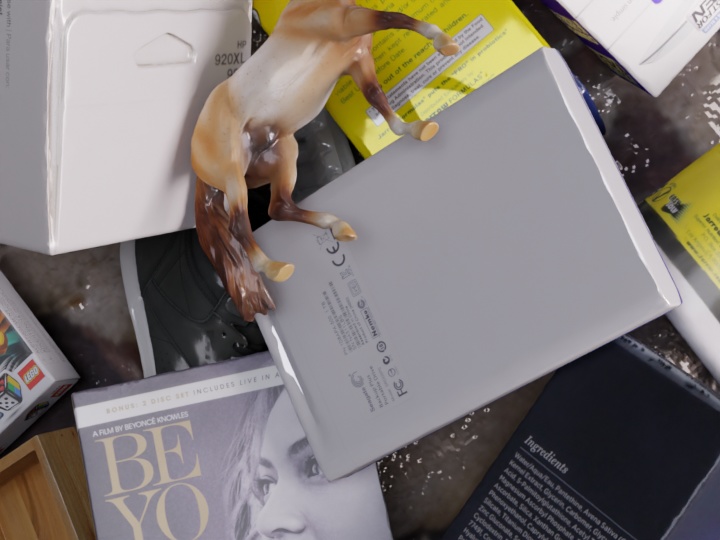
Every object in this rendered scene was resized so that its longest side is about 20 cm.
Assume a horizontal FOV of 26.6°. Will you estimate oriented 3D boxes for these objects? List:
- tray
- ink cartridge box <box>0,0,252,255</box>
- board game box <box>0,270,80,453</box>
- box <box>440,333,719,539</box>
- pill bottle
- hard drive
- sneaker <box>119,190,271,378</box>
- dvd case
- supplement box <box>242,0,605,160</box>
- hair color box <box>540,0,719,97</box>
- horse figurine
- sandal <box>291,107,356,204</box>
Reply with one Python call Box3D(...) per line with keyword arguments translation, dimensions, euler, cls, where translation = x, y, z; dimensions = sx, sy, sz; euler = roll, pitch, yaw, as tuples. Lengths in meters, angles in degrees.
Box3D(translation=(-0.160, 0.199, 0.854), dimensions=(0.099, 0.037, 0.200), euler=(-33, 77, 35), cls="tray")
Box3D(translation=(-0.177, -0.102, 0.786), dimensions=(0.200, 0.147, 0.145), euler=(12, 106, 33), cls="ink cartridge box")
Box3D(translation=(-0.277, 0.080, 0.905), dimensions=(0.200, 0.035, 0.126), euler=(-43, 77, 12), cls="board game box")
Box3D(translation=(0.126, 0.148, 0.729), dimensions=(0.200, 0.148, 0.104), euler=(-57, 43, 4), cls="box")
Box3D(translation=(0.234, -0.036, 0.753), dimensions=(0.200, 0.112, 0.113), euler=(-37, 76, 7), cls="pill bottle")
Box3D(translation=(0.038, 0.001, 0.731), dimensions=(0.200, 0.025, 0.132), euler=(-31, 77, 28), cls="hard drive")
Box3D(translation=(-0.064, 0.047, 0.830), dimensions=(0.099, 0.071, 0.200), euler=(-29, 73, 35), cls="sneaker")
Box3D(translation=(-0.057, 0.144, 0.773), dimensions=(0.148, 0.016, 0.200), euler=(-12, 76, -2), cls="dvd case")
Box3D(translation=(0.024, -0.124, 0.819), dimensions=(0.109, 0.109, 0.200), euler=(-39, 76, 8), cls="supplement box")
Box3D(translation=(0.113, -0.196, 0.775), dimensions=(0.200, 0.065, 0.109), euler=(41, 96, -20), cls="hair color box")
Box3D(translation=(-0.028, -0.076, 0.735), dimensions=(0.200, 0.050, 0.133), euler=(-54, 50, 13), cls="horse figurine")
Box3D(translation=(0.003, -0.002, 0.840), dimensions=(0.050, 0.082, 0.203), euler=(-7, 77, -30), cls="sandal")
